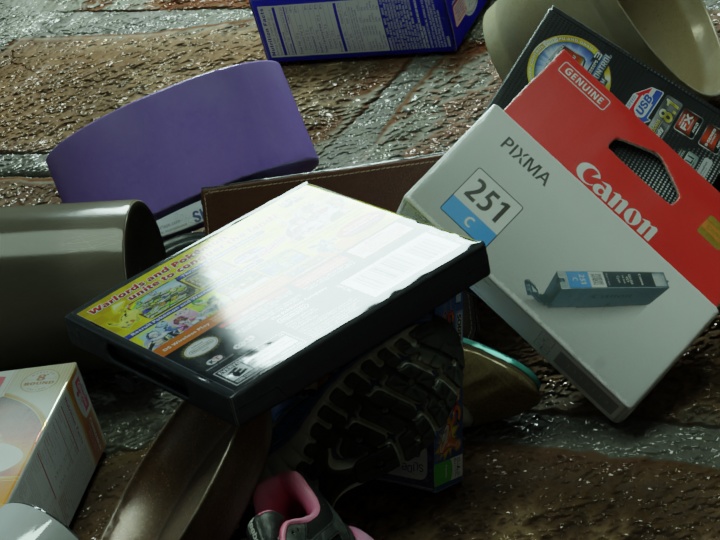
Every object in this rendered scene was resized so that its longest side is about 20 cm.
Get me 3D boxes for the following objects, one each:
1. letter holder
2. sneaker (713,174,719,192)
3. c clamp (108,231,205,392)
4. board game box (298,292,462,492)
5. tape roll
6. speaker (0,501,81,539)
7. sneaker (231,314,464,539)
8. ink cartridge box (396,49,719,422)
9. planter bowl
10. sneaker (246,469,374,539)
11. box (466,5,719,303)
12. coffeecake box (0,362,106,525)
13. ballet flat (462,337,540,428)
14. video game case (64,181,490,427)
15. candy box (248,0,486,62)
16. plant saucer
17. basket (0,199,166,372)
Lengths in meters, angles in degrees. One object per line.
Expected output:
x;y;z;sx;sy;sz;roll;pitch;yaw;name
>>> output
0.000;0.000;1.506;0.198;0.144;0.100;-8;-3;20;letter holder
0.327;-0.065;1.490;0.198;0.067;0.091;-8;25;5;sneaker
-0.139;0.029;1.580;0.170;0.027;0.200;-3;34;34;c clamp
-0.024;0.059;1.351;0.199;0.137;0.034;9;14;35;board game box
-0.138;-0.084;1.622;0.198;0.086;0.200;-22;-5;-2;tape roll
-0.236;0.228;1.182;0.081;0.082;0.200;8;43;36;speaker
-0.021;0.093;1.279;0.200;0.078;0.089;-42;30;13;sneaker
0.153;-0.032;1.358;0.176;0.200;0.045;-45;-7;-19;ink cartridge box
0.184;-0.194;1.682;0.134;0.201;0.201;-32;19;29;planter bowl
-0.041;0.185;1.166;0.078;0.096;0.201;-22;25;14;sneaker
0.145;-0.056;1.412;0.159;0.044;0.201;33;68;2;box
-0.272;0.151;1.371;0.152;0.074;0.201;-8;28;15;coffeecake box
0.026;0.070;1.383;0.199;0.068;0.072;24;64;35;ballet flat
-0.051;0.015;1.268;0.199;0.026;0.180;-31;32;-29;video game case
0.017;-0.271;1.992;0.198;0.078;0.169;0;32;23;candy box
-0.106;0.141;1.256;0.201;0.036;0.201;-53;16;22;plant saucer
-0.245;0.019;1.501;0.198;0.181;0.137;-7;63;10;basket
